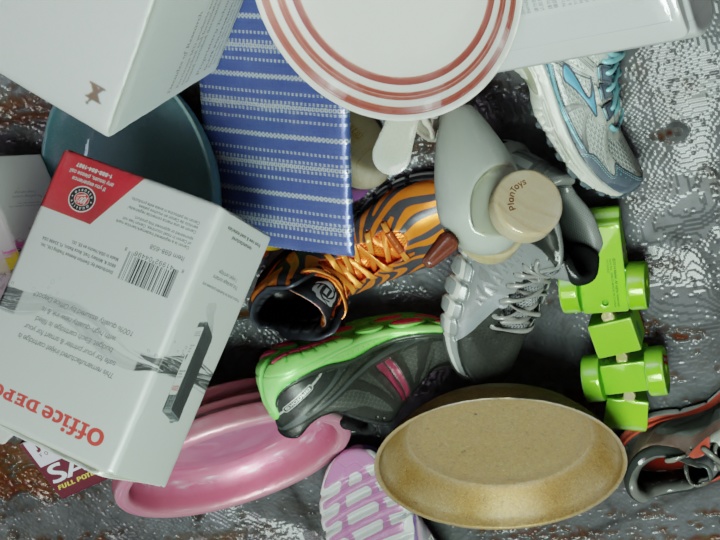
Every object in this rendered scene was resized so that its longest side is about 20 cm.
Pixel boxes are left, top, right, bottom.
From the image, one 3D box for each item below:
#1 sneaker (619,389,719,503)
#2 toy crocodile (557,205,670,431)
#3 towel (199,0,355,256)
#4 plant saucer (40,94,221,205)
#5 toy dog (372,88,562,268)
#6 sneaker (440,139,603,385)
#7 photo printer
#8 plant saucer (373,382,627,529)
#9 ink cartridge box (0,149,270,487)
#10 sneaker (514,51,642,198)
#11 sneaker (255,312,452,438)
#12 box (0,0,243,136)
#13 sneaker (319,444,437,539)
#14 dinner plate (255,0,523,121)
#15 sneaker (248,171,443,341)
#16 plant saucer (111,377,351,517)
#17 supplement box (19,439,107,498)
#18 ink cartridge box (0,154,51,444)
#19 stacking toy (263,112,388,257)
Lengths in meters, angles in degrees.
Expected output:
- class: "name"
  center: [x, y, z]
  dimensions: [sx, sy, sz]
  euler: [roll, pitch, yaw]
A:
- class: "sneaker"
  center: [0.294, 0.135, 1.393]
  dimensions: [0.200, 0.082, 0.077]
  euler: [-31, 109, 26]
- class: "toy crocodile"
  center: [0.199, 0.040, 1.377]
  dimensions: [0.067, 0.062, 0.200]
  euler: [-8, 113, 17]
- class: "towel"
  center: [-0.061, -0.116, 1.295]
  dimensions: [0.145, 0.024, 0.200]
  euler: [9, 106, 39]
- class: "plant saucer"
  center: [-0.170, -0.064, 1.362]
  dimensions: [0.200, 0.036, 0.200]
  euler: [12, 108, 40]
- class: "toy dog"
  center: [0.052, -0.079, 1.243]
  dimensions: [0.200, 0.096, 0.132]
  euler: [52, 157, 27]
- class: "sneaker"
  center: [0.125, 0.011, 1.320]
  dimensions: [0.115, 0.075, 0.200]
  euler: [27, 122, 46]
- class: "photo printer"
  center: [0.114, -0.215, 1.157]
  dimensions: [0.200, 0.069, 0.166]
  euler: [-8, 114, 31]
- class: "plant saucer"
  center: [0.111, 0.143, 1.408]
  dimensions: [0.200, 0.035, 0.200]
  euler: [1, 142, 0]
- class: "ink cartridge box"
  center: [-0.175, 0.036, 1.252]
  dimensions: [0.144, 0.084, 0.200]
  euler: [21, 84, 26]
- class: "sneaker"
  center: [0.159, -0.141, 1.266]
  dimensions: [0.086, 0.078, 0.200]
  euler: [-27, 111, 21]
- class: "sneaker"
  center: [0.010, 0.082, 1.386]
  dimensions: [0.200, 0.077, 0.084]
  euler: [-13, 102, -24]
- class: "box"
  center: [-0.184, -0.239, 1.205]
  dimensions: [0.199, 0.171, 0.200]
  euler: [31, 122, 9]
- class: "sneaker"
  center: [0.032, 0.236, 1.511]
  dimensions: [0.080, 0.088, 0.200]
  euler: [-22, 100, 20]
- class: "dinner plate"
  center: [0.017, -0.196, 1.157]
  dimensions: [0.200, 0.024, 0.200]
  euler: [11, 116, 25]
- class: "sneaker"
  center: [0.000, 0.000, 1.358]
  dimensions: [0.200, 0.112, 0.078]
  euler: [-29, 106, 24]
- class: "plant saucer"
  center: [-0.109, 0.142, 1.450]
  dimensions: [0.200, 0.201, 0.051]
  euler: [-31, 65, 26]
- class: "supplement box"
  center: [-0.180, 0.085, 1.396]
  dimensions: [0.109, 0.200, 0.061]
  euler: [-25, 110, 24]
- class: "ink cartridge box"
  center: [-0.269, 0.023, 1.391]
  dimensions: [0.116, 0.067, 0.200]
  euler: [-38, 69, 37]
- class: "stacking toy"
  center: [-0.069, -0.050, 1.369]
  dimensions: [0.085, 0.085, 0.200]
  euler: [42, 123, -13]
